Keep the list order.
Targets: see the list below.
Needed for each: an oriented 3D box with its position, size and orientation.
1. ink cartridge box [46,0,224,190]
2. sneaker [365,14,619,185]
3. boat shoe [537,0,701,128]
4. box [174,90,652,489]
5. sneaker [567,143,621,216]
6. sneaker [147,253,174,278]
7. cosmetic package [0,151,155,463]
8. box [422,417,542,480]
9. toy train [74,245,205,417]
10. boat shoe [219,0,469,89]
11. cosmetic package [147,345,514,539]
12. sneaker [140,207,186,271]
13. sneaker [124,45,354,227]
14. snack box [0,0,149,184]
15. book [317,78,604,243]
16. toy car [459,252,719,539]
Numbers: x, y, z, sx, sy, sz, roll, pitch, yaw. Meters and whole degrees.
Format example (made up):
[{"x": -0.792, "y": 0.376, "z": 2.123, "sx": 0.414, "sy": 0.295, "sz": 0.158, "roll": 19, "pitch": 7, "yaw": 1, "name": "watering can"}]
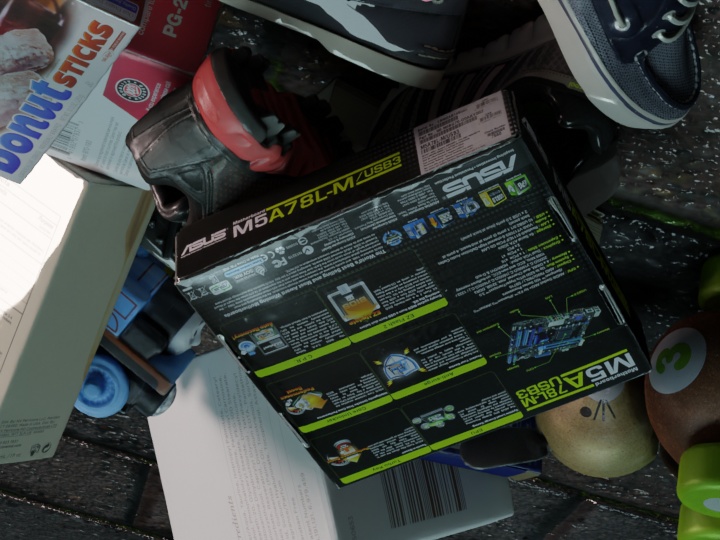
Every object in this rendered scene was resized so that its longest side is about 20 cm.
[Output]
[{"x": -0.189, "y": -0.140, "z": 1.016, "sx": 0.200, "sy": 0.083, "sz": 0.145, "roll": 20, "pitch": 153, "yaw": -9, "name": "ink cartridge box"}, {"x": 0.070, "y": -0.072, "z": 0.990, "sx": 0.074, "sy": 0.088, "sz": 0.200, "roll": 36, "pitch": 139, "yaw": -30, "name": "sneaker"}, {"x": 0.142, "y": -0.135, "z": 0.862, "sx": 0.093, "sy": 0.075, "sz": 0.200, "roll": 2, "pitch": 152, "yaw": 37, "name": "boat shoe"}, {"x": 0.031, "y": 0.018, "z": 0.970, "sx": 0.200, "sy": 0.048, "sz": 0.193, "roll": -23, "pitch": 133, "yaw": 15, "name": "box"}, {"x": 0.075, "y": 0.007, "z": 1.069, "sx": 0.200, "sy": 0.074, "sz": 0.116, "roll": -25, "pitch": 112, "yaw": 1, "name": "sneaker"}, {"x": -0.231, "y": -0.017, "z": 1.317, "sx": 0.200, "sy": 0.066, "sz": 0.078, "roll": -3, "pitch": 138, "yaw": 31, "name": "sneaker"}, {"x": -0.213, "y": 0.011, "z": 1.132, "sx": 0.105, "sy": 0.200, "sz": 0.071, "roll": 35, "pitch": -161, "yaw": 29, "name": "cosmetic package"}, {"x": 0.039, "y": 0.065, "z": 1.218, "sx": 0.200, "sy": 0.121, "sz": 0.032, "roll": 16, "pitch": 158, "yaw": -33, "name": "box"}, {"x": -0.192, "y": 0.012, "z": 1.224, "sx": 0.200, "sy": 0.087, "sz": 0.114, "roll": 40, "pitch": 110, "yaw": -2, "name": "toy train"}, {"x": -0.036, "y": -0.164, "z": 0.944, "sx": 0.200, "sy": 0.073, "sz": 0.063, "roll": 25, "pitch": 110, "yaw": -8, "name": "boat shoe"}, {"x": -0.028, "y": 0.124, "z": 1.300, "sx": 0.167, "sy": 0.167, "sz": 0.200, "roll": -9, "pitch": 173, "yaw": -40, "name": "cosmetic package"}, {"x": -0.090, "y": -0.014, "z": 1.211, "sx": 0.200, "sy": 0.067, "sz": 0.090, "roll": 18, "pitch": 170, "yaw": -40, "name": "sneaker"}, {"x": -0.062, "y": -0.058, "z": 0.995, "sx": 0.098, "sy": 0.071, "sz": 0.200, "roll": -29, "pitch": 159, "yaw": 14, "name": "sneaker"}, {"x": -0.180, "y": -0.107, "z": 0.955, "sx": 0.072, "sy": 0.024, "sz": 0.200, "roll": 23, "pitch": 150, "yaw": -19, "name": "snack box"}, {"x": 0.035, "y": -0.038, "z": 1.150, "sx": 0.200, "sy": 0.048, "sz": 0.134, "roll": 27, "pitch": 153, "yaw": -19, "name": "book"}, {"x": 0.168, "y": 0.083, "z": 1.173, "sx": 0.200, "sy": 0.164, "sz": 0.158, "roll": 5, "pitch": 152, "yaw": 13, "name": "toy car"}]
